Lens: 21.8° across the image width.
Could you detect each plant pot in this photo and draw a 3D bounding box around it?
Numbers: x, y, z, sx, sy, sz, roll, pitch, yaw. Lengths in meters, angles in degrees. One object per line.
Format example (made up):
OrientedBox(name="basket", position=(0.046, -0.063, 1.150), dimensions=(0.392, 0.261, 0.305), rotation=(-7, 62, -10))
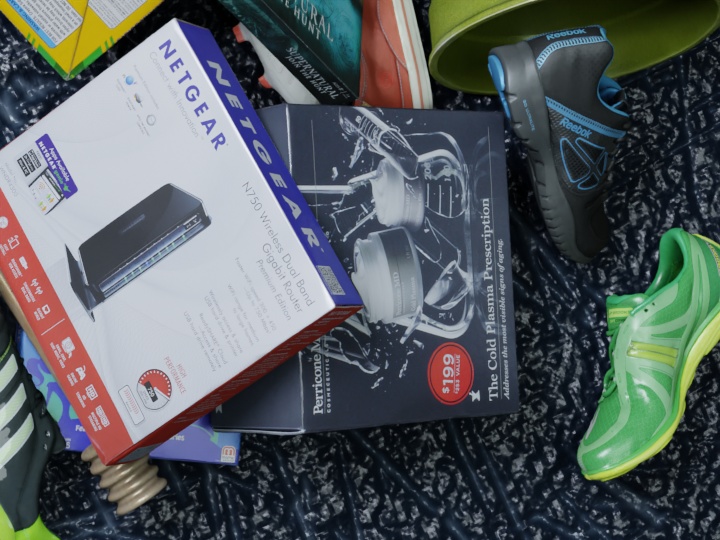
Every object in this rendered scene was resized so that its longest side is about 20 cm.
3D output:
OrientedBox(name="plant pot", position=(0.127, -0.243, 1.252), dimensions=(0.198, 0.200, 0.195), rotation=(-6, 77, -18))

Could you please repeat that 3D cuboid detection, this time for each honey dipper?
OrientedBox(name="honey dipper", position=(-0.187, 0.058, 1.161), dimensions=(0.038, 0.038, 0.201), rotation=(-32, 93, -16))

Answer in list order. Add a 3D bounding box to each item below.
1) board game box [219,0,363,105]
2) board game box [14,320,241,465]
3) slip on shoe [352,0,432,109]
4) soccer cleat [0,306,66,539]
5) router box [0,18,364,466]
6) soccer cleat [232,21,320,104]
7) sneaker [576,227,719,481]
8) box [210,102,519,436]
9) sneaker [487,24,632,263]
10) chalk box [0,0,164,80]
OrientedBox(name="board game box", position=(-0.054, -0.204, 1.111), dimensions=(0.200, 0.028, 0.137), rotation=(41, 46, -53))
OrientedBox(name="board game box", position=(-0.146, 0.020, 1.215), dimensions=(0.150, 0.045, 0.202), rotation=(6, 85, -17))
OrientedBox(name="slip on shoe", position=(-0.003, -0.196, 1.261), dimensions=(0.061, 0.074, 0.202), rotation=(-15, 92, -4))
OrientedBox(name="soccer cleat", position=(-0.224, 0.080, 1.138), dimensions=(0.080, 0.067, 0.202), rotation=(-4, 87, -38))
OrientedBox(name="router box", position=(-0.122, -0.016, 1.116), dimensions=(0.179, 0.049, 0.201), rotation=(-34, 77, 18))
OrientedBox(name="soccer cleat", position=(-0.050, -0.205, 1.227), dimensions=(0.077, 0.069, 0.202), rotation=(-18, 84, 22))
OrientedBox(name="sneaker", position=(0.196, 0.058, 1.310), dimensions=(0.083, 0.074, 0.201), rotation=(37, 68, -15))
OrientedBox(name="box", position=(0.000, 0.000, 1.203), dimensions=(0.181, 0.104, 0.202), rotation=(-2, 88, -37))
OrientedBox(name="sneaker", position=(0.148, -0.080, 1.249), dimensions=(0.081, 0.201, 0.074), rotation=(-20, 49, 5))
OrientedBox(name="chalk box", position=(-0.175, -0.231, 1.150), dimensions=(0.123, 0.200, 0.125), rotation=(-38, 115, 11))
